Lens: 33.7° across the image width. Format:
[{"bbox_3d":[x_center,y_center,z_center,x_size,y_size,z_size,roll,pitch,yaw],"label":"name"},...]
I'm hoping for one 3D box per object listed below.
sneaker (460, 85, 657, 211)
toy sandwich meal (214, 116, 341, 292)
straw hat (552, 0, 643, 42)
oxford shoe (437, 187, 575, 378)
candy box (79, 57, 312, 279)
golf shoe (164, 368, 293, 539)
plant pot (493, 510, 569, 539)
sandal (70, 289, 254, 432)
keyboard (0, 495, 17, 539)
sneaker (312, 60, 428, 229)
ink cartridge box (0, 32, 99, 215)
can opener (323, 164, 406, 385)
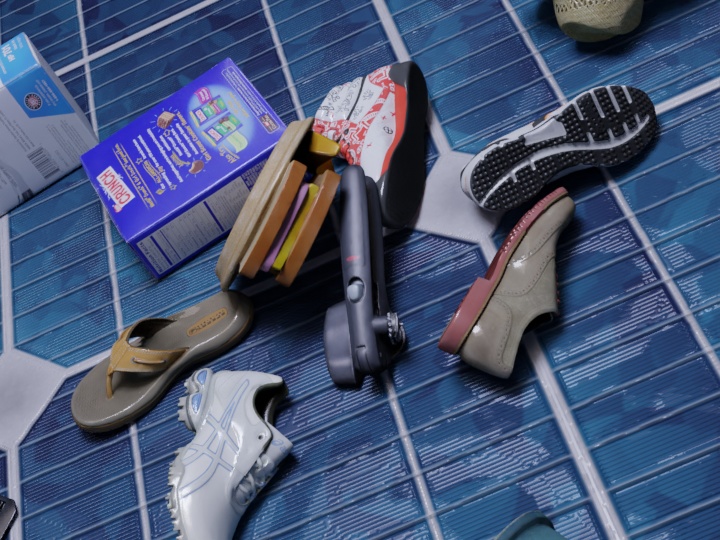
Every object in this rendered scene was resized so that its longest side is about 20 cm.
[{"bbox_3d":[0.178,-0.118,1.102,0.199,0.074,0.080,-22,10,-9],"label":"sneaker"},{"bbox_3d":[-0.070,-0.054,1.121,0.070,0.205,0.206,27,61,-3],"label":"toy sandwich meal"},{"bbox_3d":[0.236,-0.273,1.187,0.200,0.201,0.086,-7,91,20],"label":"straw hat"},{"bbox_3d":[0.144,0.012,1.030,0.075,0.071,0.200,34,63,7],"label":"oxford shoe"},{"bbox_3d":[-0.177,-0.110,1.258,0.200,0.077,0.169,-33,48,-5],"label":"candy box"},{"bbox_3d":[-0.106,0.164,1.003,0.097,0.078,0.201,-9,51,11],"label":"golf shoe"},{"bbox_3d":[0.152,0.280,0.715,0.195,0.201,0.201,23,65,28],"label":"plant pot"},{"bbox_3d":[-0.194,0.074,1.129,0.200,0.054,0.080,-34,46,-4],"label":"sandal"},{"bbox_3d":[-0.398,0.280,1.065,0.104,0.040,0.201,7,55,28],"label":"keyboard"},{"bbox_3d":[0.005,-0.116,1.189,0.107,0.067,0.202,-12,52,28],"label":"sneaker"},{"bbox_3d":[-0.421,-0.151,1.358,0.199,0.147,0.086,-31,48,-2],"label":"ink cartridge box"},{"bbox_3d":[0.000,0.000,1.060,0.078,0.063,0.201,-5,74,13],"label":"can opener"}]
